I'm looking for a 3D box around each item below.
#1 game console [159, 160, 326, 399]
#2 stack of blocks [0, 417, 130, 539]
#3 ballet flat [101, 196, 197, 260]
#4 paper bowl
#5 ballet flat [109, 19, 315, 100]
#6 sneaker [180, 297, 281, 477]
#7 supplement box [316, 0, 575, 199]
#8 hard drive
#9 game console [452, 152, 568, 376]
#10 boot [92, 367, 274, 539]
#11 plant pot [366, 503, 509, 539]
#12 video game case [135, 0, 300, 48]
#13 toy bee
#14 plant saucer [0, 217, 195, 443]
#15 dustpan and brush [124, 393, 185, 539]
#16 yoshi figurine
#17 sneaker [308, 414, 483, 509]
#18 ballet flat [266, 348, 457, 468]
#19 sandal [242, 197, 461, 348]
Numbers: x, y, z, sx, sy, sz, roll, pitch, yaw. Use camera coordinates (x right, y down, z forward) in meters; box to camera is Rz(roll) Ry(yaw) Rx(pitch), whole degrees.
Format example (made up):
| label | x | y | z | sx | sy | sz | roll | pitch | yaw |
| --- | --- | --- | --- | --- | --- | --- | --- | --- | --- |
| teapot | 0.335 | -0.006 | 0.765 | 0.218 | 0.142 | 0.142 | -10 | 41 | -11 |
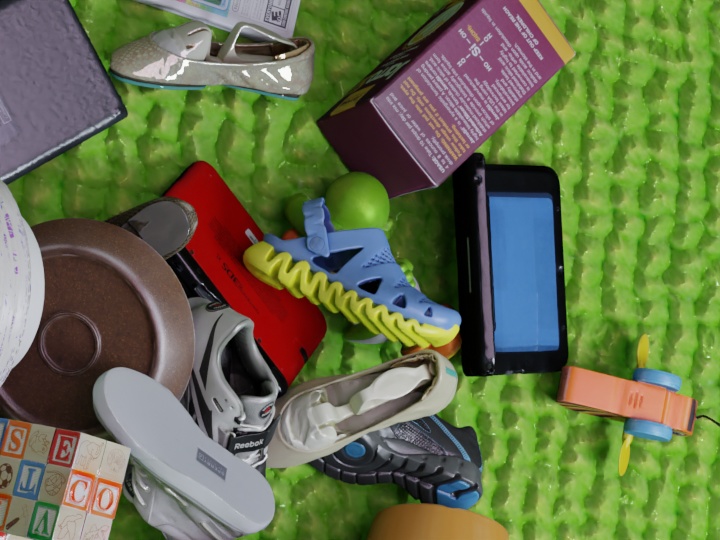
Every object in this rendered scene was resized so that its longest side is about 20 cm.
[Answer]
| label | x | y | z | sx | sy | sz | roll | pitch | yaw |
| --- | --- | --- | --- | --- | --- | --- | --- | --- | --- |
| game console | -0.152 | 0.036 | 1.701 | 0.201 | 0.118 | 0.173 | 53 | 37 | -14 |
| stack of blocks | -0.283 | 0.179 | 1.526 | 0.058 | 0.199 | 0.116 | 25 | 74 | -49 |
| ballet flat | -0.226 | -0.012 | 1.613 | 0.199 | 0.046 | 0.068 | -24 | 96 | 13 |
| paper bowl | -0.327 | 0.014 | 1.519 | 0.104 | 0.200 | 0.203 | 2 | 85 | -44 |
| ballet flat | -0.130 | -0.194 | 1.697 | 0.199 | 0.067 | 0.063 | 2 | 119 | -33 |
| sneaker | -0.105 | 0.126 | 1.616 | 0.074 | 0.088 | 0.202 | -26 | 113 | -38 |
| supplement box | 0.078 | -0.167 | 1.763 | 0.200 | 0.131 | 0.103 | -44 | 103 | -22 |
| hard drive | -0.312 | -0.147 | 1.626 | 0.199 | 0.033 | 0.140 | -32 | 100 | -24 |
| game console | 0.149 | -0.004 | 1.787 | 0.115 | 0.176 | 0.202 | -3 | 87 | -5 |
| boot | -0.167 | 0.163 | 1.568 | 0.200 | 0.095 | 0.074 | 45 | 37 | -27 |
| plant pot | 0.061 | 0.315 | 1.704 | 0.199 | 0.200 | 0.185 | 21 | 62 | -23 |
| video game case | -0.126 | -0.322 | 1.733 | 0.181 | 0.024 | 0.202 | 16 | 81 | -24 |
| toy bee | 0.284 | 0.143 | 1.871 | 0.199 | 0.109 | 0.131 | 33 | 81 | 6 |
| plant saucer | -0.236 | 0.058 | 1.584 | 0.198 | 0.034 | 0.202 | 1 | 99 | 8 |
| dustpan and brush | -0.193 | 0.152 | 1.640 | 0.139 | 0.057 | 0.201 | -26 | 110 | -5 |
| yoshi figurine | 0.021 | -0.010 | 1.745 | 0.200 | 0.112 | 0.112 | 46 | 54 | -14 |
| sneaker | 0.020 | 0.154 | 1.759 | 0.199 | 0.073 | 0.082 | 25 | 42 | -14 |
| ballet flat | -0.012 | 0.117 | 1.667 | 0.199 | 0.069 | 0.070 | -22 | 97 | 0 |
| sandal | 0.000 | 0.000 | 1.654 | 0.199 | 0.080 | 0.088 | 26 | 79 | 11 |
